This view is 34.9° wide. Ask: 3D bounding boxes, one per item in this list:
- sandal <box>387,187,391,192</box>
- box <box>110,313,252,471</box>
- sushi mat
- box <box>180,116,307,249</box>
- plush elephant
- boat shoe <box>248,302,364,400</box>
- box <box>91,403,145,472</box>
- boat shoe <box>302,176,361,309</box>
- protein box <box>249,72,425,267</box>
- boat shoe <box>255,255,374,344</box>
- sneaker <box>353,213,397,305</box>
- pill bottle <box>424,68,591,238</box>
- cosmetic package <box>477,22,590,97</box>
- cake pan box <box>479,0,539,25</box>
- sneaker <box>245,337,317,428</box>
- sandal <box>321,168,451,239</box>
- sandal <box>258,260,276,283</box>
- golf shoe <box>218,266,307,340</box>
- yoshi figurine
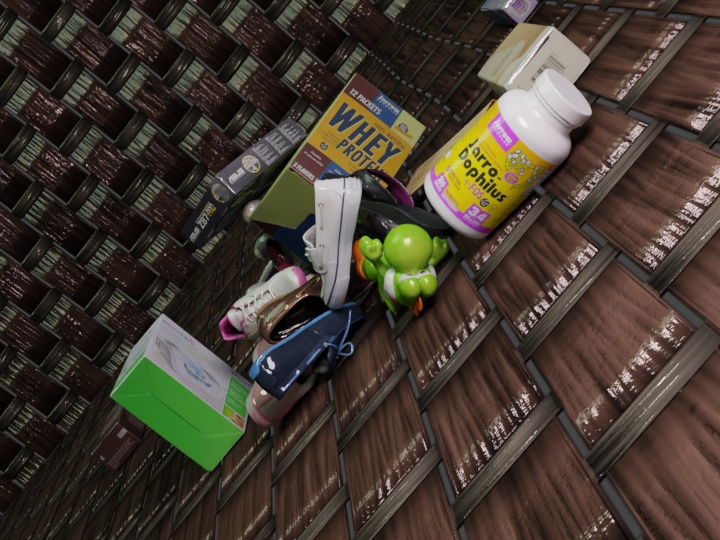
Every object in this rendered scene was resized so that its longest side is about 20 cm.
[{"bbox_3d":[0.034,-0.102,1.866,0.082,0.054,0.200,-53,-2,0],"label":"sandal"},{"bbox_3d":[-0.280,0.193,1.825,0.097,0.200,0.177,-47,12,15],"label":"box"},{"bbox_3d":[0.123,-0.166,1.640,0.200,0.012,0.096,-40,16,50],"label":"sushi mat"},{"bbox_3d":[-0.182,-0.137,1.800,0.200,0.049,0.161,-46,1,-42],"label":"box"},{"bbox_3d":[-0.112,0.010,1.830,0.165,0.198,0.156,98,-169,-67],"label":"plush elephant"},{"bbox_3d":[-0.064,0.114,1.551,0.199,0.069,0.084,-34,-14,-33],"label":"boat shoe"},{"bbox_3d":[-0.536,0.358,2.585,0.100,0.075,0.200,-49,11,11],"label":"box"},{"bbox_3d":[-0.043,-0.039,1.506,0.074,0.066,0.202,-92,9,-56],"label":"boat shoe"},{"bbox_3d":[-0.036,-0.145,1.719,0.201,0.134,0.198,-57,8,-29],"label":"protein box"},{"bbox_3d":[-0.053,0.042,1.611,0.199,0.071,0.070,-34,21,-4],"label":"boat shoe"},{"bbox_3d":[0.000,0.000,1.703,0.201,0.074,0.082,-53,-13,-6],"label":"sneaker"},{"bbox_3d":[0.172,-0.137,1.329,0.200,0.104,0.105,-46,14,27],"label":"pill bottle"},{"bbox_3d":[0.233,-0.277,1.574,0.105,0.071,0.200,-51,13,6],"label":"cosmetic package"},{"bbox_3d":[0.306,-0.526,2.053,0.185,0.052,0.200,-53,12,5],"label":"cake pan box"},{"bbox_3d":[-0.103,0.134,1.647,0.105,0.075,0.201,-44,17,22],"label":"sneaker"},{"bbox_3d":[0.039,-0.101,1.544,0.075,0.199,0.048,-19,-50,-58],"label":"sandal"},{"bbox_3d":[-0.173,0.038,2.231,0.204,0.050,0.082,-60,-7,27],"label":"sandal"},{"bbox_3d":[-0.142,0.058,1.702,0.091,0.076,0.200,-16,-17,-36],"label":"golf shoe"},{"bbox_3d":[0.052,-0.019,1.441,0.112,0.112,0.200,-46,15,-3],"label":"yoshi figurine"}]
